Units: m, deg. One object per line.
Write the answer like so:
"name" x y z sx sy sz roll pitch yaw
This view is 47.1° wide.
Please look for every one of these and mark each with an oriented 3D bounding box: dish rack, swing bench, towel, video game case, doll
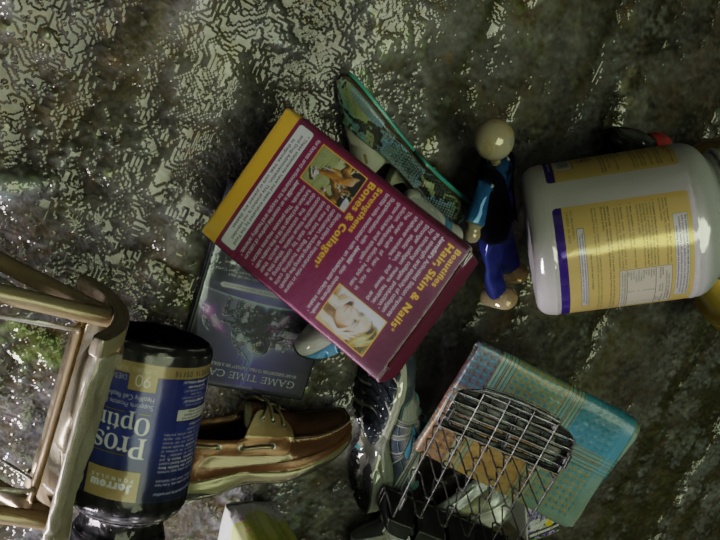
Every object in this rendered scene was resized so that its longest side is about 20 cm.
"dish rack" 0.118 0.208 0.837 0.150 0.055 0.203 22 111 -8
"swing bench" -0.295 0.097 0.658 0.196 0.130 0.203 20 102 -6
"towel" 0.173 0.171 0.859 0.197 0.022 0.149 27 110 -8
"video game case" -0.092 0.024 0.815 0.140 0.019 0.204 13 104 -26
"doll" 0.138 -0.064 0.836 0.137 0.047 0.203 -58 146 -40

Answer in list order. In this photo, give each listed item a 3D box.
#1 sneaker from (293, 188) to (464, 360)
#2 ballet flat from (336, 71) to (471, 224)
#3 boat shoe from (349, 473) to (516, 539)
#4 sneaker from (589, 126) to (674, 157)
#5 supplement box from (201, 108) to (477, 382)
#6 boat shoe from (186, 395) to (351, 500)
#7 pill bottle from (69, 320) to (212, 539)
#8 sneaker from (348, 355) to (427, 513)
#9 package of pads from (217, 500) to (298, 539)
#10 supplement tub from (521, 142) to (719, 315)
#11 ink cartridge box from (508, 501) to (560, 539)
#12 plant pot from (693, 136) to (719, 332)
"sneaker" 0.000 0.000 0.794 0.200 0.075 0.087 -43 109 5
"ballet flat" 0.031 -0.099 0.795 0.074 0.074 0.200 -48 118 0
"boat shoe" 0.074 0.274 0.933 0.198 0.074 0.066 -22 94 14
"sneaker" 0.261 -0.067 0.905 0.096 0.071 0.204 19 105 -20
"supplement box" -0.014 -0.020 0.708 0.199 0.103 0.132 39 93 11
"boat shoe" -0.103 0.169 0.833 0.195 0.076 0.076 -12 110 -19
"pill bottle" -0.203 0.156 0.744 0.109 0.111 0.205 9 94 -25
"sneaker" 0.040 0.166 0.900 0.084 0.078 0.204 -6 120 -27
"package of pads" -0.096 0.346 0.828 0.067 0.199 0.158 6 106 -31
"supplement tub" 0.260 -0.041 0.796 0.195 0.146 0.149 -7 115 10
"ink cartridge box" 0.178 0.191 0.940 0.049 0.109 0.205 -13 113 -17
"plant pot" 0.430 -0.040 0.926 0.187 0.201 0.203 33 95 -14
